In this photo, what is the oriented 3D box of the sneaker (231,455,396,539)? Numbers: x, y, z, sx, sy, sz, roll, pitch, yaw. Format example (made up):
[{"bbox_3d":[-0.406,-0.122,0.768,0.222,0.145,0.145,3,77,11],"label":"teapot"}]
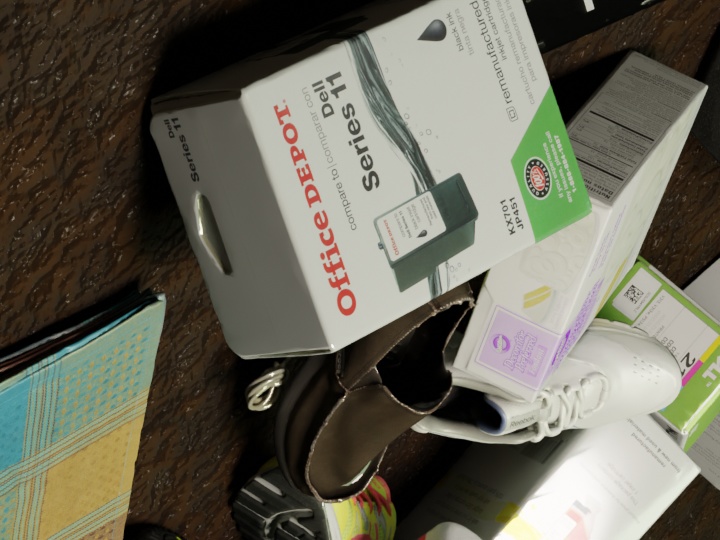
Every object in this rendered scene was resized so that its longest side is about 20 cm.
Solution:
[{"bbox_3d":[-0.020,0.151,1.794,0.090,0.078,0.200,-49,159,-20],"label":"sneaker"}]

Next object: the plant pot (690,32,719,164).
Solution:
[{"bbox_3d":[0.335,-0.108,1.895,0.177,0.200,0.200,-50,154,20],"label":"plant pot"}]

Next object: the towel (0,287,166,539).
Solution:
[{"bbox_3d":[-0.175,0.108,1.561,0.147,0.022,0.200,-27,145,-36],"label":"towel"}]

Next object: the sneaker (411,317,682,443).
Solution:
[{"bbox_3d":[0.104,0.078,1.775,0.200,0.087,0.075,-4,114,-13],"label":"sneaker"}]

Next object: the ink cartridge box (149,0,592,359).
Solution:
[{"bbox_3d":[0.007,-0.056,1.499,0.200,0.083,0.147,-28,104,-37],"label":"ink cartridge box"}]

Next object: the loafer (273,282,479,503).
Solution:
[{"bbox_3d":[0.009,0.064,1.625,0.073,0.071,0.200,-16,140,-36],"label":"loafer"}]

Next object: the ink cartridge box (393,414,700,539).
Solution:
[{"bbox_3d":[0.106,0.166,1.900,0.200,0.083,0.145,-47,-163,-7],"label":"ink cartridge box"}]

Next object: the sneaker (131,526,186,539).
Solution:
[{"bbox_3d":[-0.097,0.215,1.742,0.076,0.075,0.200,-49,150,-7],"label":"sneaker"}]

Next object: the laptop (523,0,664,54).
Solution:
[{"bbox_3d":[0.147,-0.237,1.645,0.200,0.103,0.177,-24,149,3],"label":"laptop"}]

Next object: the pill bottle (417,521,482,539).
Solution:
[{"bbox_3d":[0.011,0.255,1.754,0.200,0.120,0.120,-39,154,12],"label":"pill bottle"}]

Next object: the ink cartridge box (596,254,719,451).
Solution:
[{"bbox_3d":[0.233,0.091,1.914,0.076,0.200,0.148,-49,170,-6],"label":"ink cartridge box"}]

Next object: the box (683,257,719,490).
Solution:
[{"bbox_3d":[0.303,0.084,2.125,0.097,0.124,0.200,-40,150,-22],"label":"box"}]

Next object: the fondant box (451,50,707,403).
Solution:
[{"bbox_3d":[0.133,-0.029,1.748,0.200,0.058,0.144,-46,159,-56],"label":"fondant box"}]

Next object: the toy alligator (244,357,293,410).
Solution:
[{"bbox_3d":[0.000,0.000,1.661,0.200,0.054,0.059,-38,149,-7],"label":"toy alligator"}]
